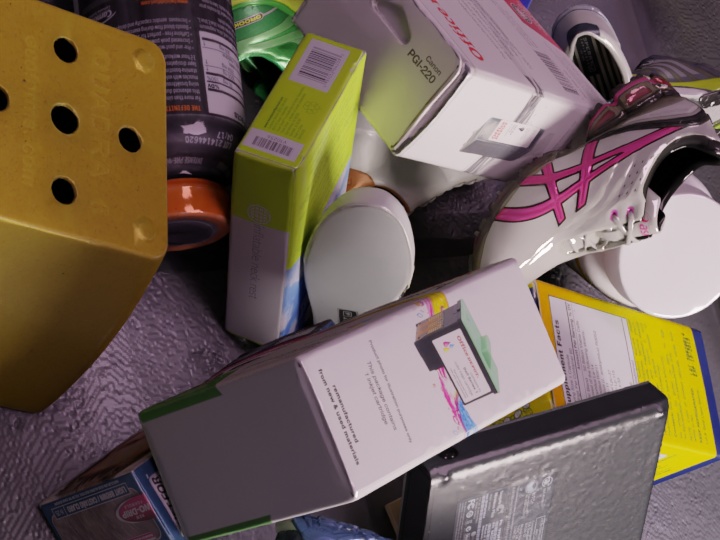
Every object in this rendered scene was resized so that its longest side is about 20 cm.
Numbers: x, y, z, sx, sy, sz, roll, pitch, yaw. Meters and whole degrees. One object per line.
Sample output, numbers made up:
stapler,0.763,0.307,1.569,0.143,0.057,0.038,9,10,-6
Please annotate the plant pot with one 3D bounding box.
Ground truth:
plant pot,-0.213,-0.053,1.003,0.200,0.176,0.201,16,61,-38

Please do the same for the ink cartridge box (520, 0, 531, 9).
ink cartridge box,0.062,-0.231,1.423,0.200,0.076,0.137,45,47,-21

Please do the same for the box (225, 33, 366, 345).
box,-0.045,-0.043,1.181,0.047,0.200,0.122,19,50,9

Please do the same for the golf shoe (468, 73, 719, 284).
golf shoe,0.162,-0.048,1.236,0.092,0.200,0.073,47,0,37

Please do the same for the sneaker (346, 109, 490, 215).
sneaker,0.036,-0.074,1.346,0.200,0.073,0.085,6,98,-48

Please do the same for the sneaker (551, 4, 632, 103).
sneaker,0.206,-0.121,1.487,0.200,0.073,0.071,63,17,-18

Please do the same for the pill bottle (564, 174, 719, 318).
pill bottle,0.205,-0.038,1.368,0.114,0.200,0.115,-4,108,-13

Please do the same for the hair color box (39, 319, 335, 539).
hair color box,-0.091,0.109,1.100,0.200,0.100,0.061,-37,100,-46

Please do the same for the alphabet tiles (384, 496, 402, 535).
alphabet tiles,0.097,0.207,1.303,0.166,0.006,0.201,-19,86,-46

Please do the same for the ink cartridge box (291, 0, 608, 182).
ink cartridge box,0.069,-0.141,1.253,0.200,0.085,0.146,11,37,-53

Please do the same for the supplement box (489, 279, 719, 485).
supplement box,0.164,0.093,1.338,0.200,0.109,0.109,16,57,-40

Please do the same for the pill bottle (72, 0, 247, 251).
pill bottle,-0.129,-0.116,1.163,0.106,0.106,0.201,9,66,-41

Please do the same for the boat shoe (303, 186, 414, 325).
boat shoe,0.000,0.000,1.192,0.070,0.200,0.064,14,54,3

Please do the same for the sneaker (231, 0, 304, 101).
sneaker,-0.044,-0.158,1.303,0.200,0.074,0.084,12,90,-44

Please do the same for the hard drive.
hard drive,0.117,0.161,1.223,0.199,0.140,0.033,-13,35,-28

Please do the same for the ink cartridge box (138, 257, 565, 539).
ink cartridge box,-0.002,0.072,1.023,0.200,0.145,0.084,-22,91,-46

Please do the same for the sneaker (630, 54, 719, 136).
sneaker,0.256,-0.153,1.582,0.199,0.074,0.081,1,31,-32

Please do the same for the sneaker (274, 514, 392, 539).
sneaker,-0.023,0.202,1.078,0.077,0.200,0.085,15,70,7
